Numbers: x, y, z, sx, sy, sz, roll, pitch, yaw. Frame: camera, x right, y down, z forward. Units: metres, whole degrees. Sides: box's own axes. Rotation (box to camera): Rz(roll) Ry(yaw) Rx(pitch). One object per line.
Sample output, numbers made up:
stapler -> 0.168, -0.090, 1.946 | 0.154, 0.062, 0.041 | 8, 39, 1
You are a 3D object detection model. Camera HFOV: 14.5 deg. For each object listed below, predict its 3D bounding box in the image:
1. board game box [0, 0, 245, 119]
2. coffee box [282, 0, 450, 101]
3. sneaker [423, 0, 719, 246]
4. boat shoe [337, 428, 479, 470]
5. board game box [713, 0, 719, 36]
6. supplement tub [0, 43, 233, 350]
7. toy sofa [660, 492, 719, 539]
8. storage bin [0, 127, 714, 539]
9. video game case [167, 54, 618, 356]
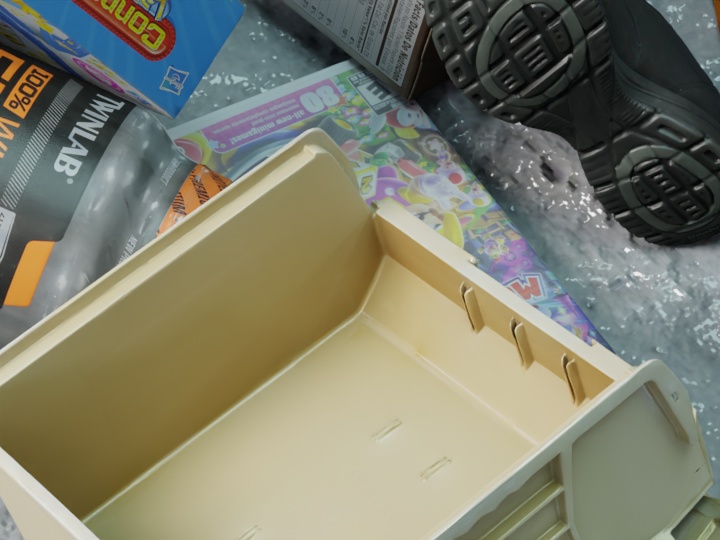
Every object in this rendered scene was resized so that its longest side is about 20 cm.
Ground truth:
board game box -> -0.176, -0.153, 1.144 | 0.200, 0.196, 0.056 | 24, 80, 50
coffee box -> -0.005, -0.181, 1.299 | 0.200, 0.080, 0.114 | 39, 47, 20
sneaker -> 0.094, -0.097, 1.227 | 0.076, 0.200, 0.091 | -28, 35, 25
boat shoe -> 0.069, 0.130, 1.087 | 0.200, 0.072, 0.072 | 28, 56, 1
board game box -> 0.279, -0.144, 1.251 | 0.199, 0.200, 0.200 | 2, 52, -7
supplement tub -> -0.160, -0.032, 1.134 | 0.199, 0.123, 0.123 | 23, 52, 0
toy sofa -> 0.093, 0.178, 1.015 | 0.083, 0.098, 0.200 | 43, 72, -20
storage bin -> -0.011, 0.066, 1.020 | 0.198, 0.094, 0.200 | -37, 44, -18
video game case -> 0.000, 0.000, 1.209 | 0.143, 0.018, 0.200 | -23, 60, -25
